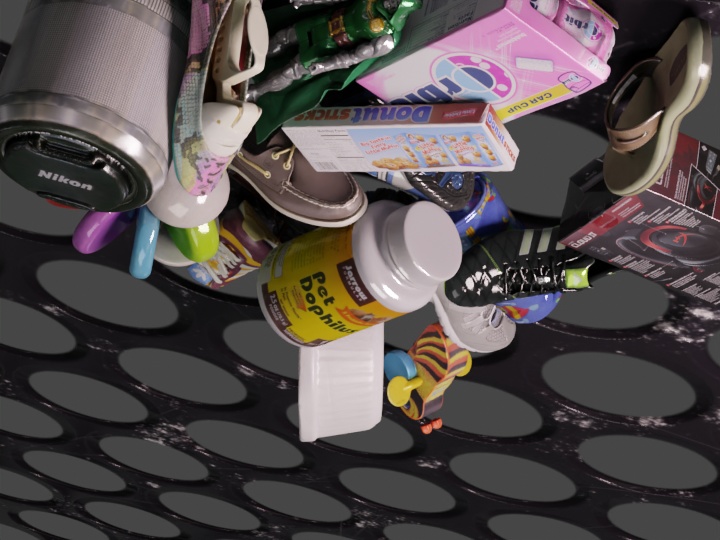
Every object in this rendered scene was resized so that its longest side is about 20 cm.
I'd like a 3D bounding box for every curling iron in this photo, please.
[{"bbox_3d":[-0.089,-0.066,1.616,0.200,0.050,0.026,38,111,-2],"label":"curling iron"}]

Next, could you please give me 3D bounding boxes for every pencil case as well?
[{"bbox_3d":[0.136,-0.026,1.602,0.078,0.087,0.200,26,168,45],"label":"pencil case"}]

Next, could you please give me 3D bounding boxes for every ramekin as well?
[{"bbox_3d":[-0.022,0.092,1.808,0.094,0.203,0.203,0,155,-1],"label":"ramekin"}]

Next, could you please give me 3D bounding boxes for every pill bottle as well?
[{"bbox_3d":[0.000,0.000,1.524,0.109,0.110,0.200,31,143,-33],"label":"pill bottle"}]

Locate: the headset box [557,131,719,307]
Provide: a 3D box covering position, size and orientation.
[{"bbox_3d":[0.289,-0.053,1.466,0.199,0.075,0.149,21,154,-15],"label":"headset box"}]

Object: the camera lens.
[{"bbox_3d":[-0.223,-0.162,1.362,0.159,0.201,0.160,12,155,6],"label":"camera lens"}]

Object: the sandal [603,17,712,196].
[{"bbox_3d":[0.233,-0.138,1.311,0.057,0.080,0.201,0,148,-11],"label":"sandal"}]

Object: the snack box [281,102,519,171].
[{"bbox_3d":[0.033,-0.114,1.378,0.199,0.024,0.072,2,150,31],"label":"snack box"}]

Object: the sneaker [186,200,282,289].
[{"bbox_3d":[-0.137,-0.018,1.672,0.075,0.090,0.200,51,172,-2],"label":"sneaker"}]

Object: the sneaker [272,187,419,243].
[{"bbox_3d":[0.008,-0.041,1.664,0.199,0.076,0.078,7,164,34],"label":"sneaker"}]

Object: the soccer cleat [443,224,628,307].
[{"bbox_3d":[0.176,-0.005,1.528,0.081,0.199,0.068,41,141,53],"label":"soccer cleat"}]

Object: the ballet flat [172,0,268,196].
[{"bbox_3d":[-0.112,-0.160,1.323,0.071,0.201,0.069,9,-177,35],"label":"ballet flat"}]

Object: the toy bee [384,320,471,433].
[{"bbox_3d":[0.082,0.136,1.933,0.131,0.109,0.200,-27,172,-16],"label":"toy bee"}]

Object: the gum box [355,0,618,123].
[{"bbox_3d":[0.105,-0.182,1.303,0.113,0.066,0.200,30,151,-29],"label":"gum box"}]

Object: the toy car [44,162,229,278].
[{"bbox_3d":[-0.224,-0.078,1.539,0.200,0.150,0.175,53,160,8],"label":"toy car"}]

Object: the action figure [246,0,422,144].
[{"bbox_3d":[-0.029,-0.194,1.326,0.199,0.119,0.055,-20,166,36],"label":"action figure"}]

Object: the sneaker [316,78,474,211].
[{"bbox_3d":[0.025,-0.123,1.479,0.200,0.076,0.077,37,154,-22],"label":"sneaker"}]

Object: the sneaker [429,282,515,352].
[{"bbox_3d":[0.125,0.030,1.726,0.082,0.075,0.200,-2,150,35],"label":"sneaker"}]

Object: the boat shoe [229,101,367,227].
[{"bbox_3d":[-0.078,-0.110,1.491,0.200,0.072,0.060,35,157,26],"label":"boat shoe"}]
